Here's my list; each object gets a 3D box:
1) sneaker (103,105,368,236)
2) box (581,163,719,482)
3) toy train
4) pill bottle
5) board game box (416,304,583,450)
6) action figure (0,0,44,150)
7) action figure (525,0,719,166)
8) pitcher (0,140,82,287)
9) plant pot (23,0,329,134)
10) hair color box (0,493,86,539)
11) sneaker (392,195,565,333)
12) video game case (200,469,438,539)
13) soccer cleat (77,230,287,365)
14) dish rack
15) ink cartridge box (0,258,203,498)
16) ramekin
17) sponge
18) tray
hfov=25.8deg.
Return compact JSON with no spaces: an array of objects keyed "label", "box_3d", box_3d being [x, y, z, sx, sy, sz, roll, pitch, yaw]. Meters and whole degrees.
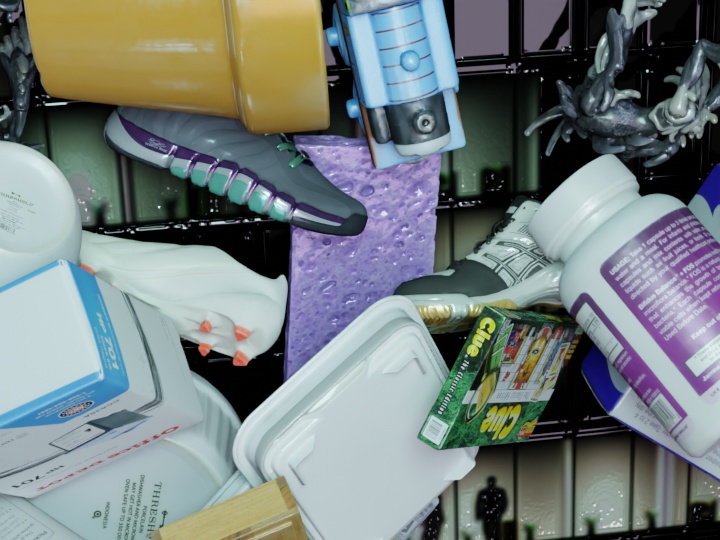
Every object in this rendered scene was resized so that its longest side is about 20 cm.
[{"label":"sneaker","box_3d":[-0.079,-0.093,1.109,0.198,0.074,0.088,22,96,-1]},{"label":"box","box_3d":[0.302,0.055,1.215,0.183,0.105,0.201,30,102,-16]},{"label":"toy train","box_3d":[0.021,-0.166,1.084,0.086,0.114,0.202,-13,106,-3]},{"label":"pill bottle","box_3d":[0.209,0.020,1.092,0.112,0.112,0.201,-40,74,7]},{"label":"board game box","box_3d":[0.108,0.079,1.155,0.023,0.200,0.106,32,100,22]},{"label":"action figure","box_3d":[-0.269,-0.139,1.065,0.117,0.103,0.201,1,135,-18]},{"label":"action figure","box_3d":[0.219,-0.134,1.131,0.198,0.103,0.119,-5,148,33]},{"label":"pitcher","box_3d":[-0.243,0.004,1.073,0.170,0.122,0.200,19,146,-23]},{"label":"plant pot","box_3d":[-0.119,-0.183,1.020,0.181,0.200,0.202,-6,110,-1]},{"label":"hair color box","box_3d":[-0.228,0.224,1.072,0.199,0.100,0.061,28,127,20]},{"label":"sneaker","box_3d":[0.110,-0.009,1.181,0.198,0.076,0.089,-12,83,-16]},{"label":"video game case","box_3d":[-0.043,0.199,1.189,0.182,0.023,0.200,-47,139,-5]},{"label":"soccer cleat","box_3d":[-0.149,0.008,1.155,0.198,0.078,0.070,19,136,4]},{"label":"dish rack","box_3d":[0.009,0.130,1.139,0.171,0.043,0.201,-41,137,-11]},{"label":"ink cartridge box","box_3d":[-0.205,0.076,1.023,0.145,0.200,0.087,-25,73,6]},{"label":"ramekin","box_3d":[-0.177,0.173,1.188,0.200,0.094,0.205,-3,109,-7]},{"label":"sponge","box_3d":[0.000,0.000,1.189,0.110,0.030,0.202,0,109,-10]},{"label":"tray","box_3d":[-0.076,0.234,1.124,0.098,0.037,0.201,-22,138,-9]}]
